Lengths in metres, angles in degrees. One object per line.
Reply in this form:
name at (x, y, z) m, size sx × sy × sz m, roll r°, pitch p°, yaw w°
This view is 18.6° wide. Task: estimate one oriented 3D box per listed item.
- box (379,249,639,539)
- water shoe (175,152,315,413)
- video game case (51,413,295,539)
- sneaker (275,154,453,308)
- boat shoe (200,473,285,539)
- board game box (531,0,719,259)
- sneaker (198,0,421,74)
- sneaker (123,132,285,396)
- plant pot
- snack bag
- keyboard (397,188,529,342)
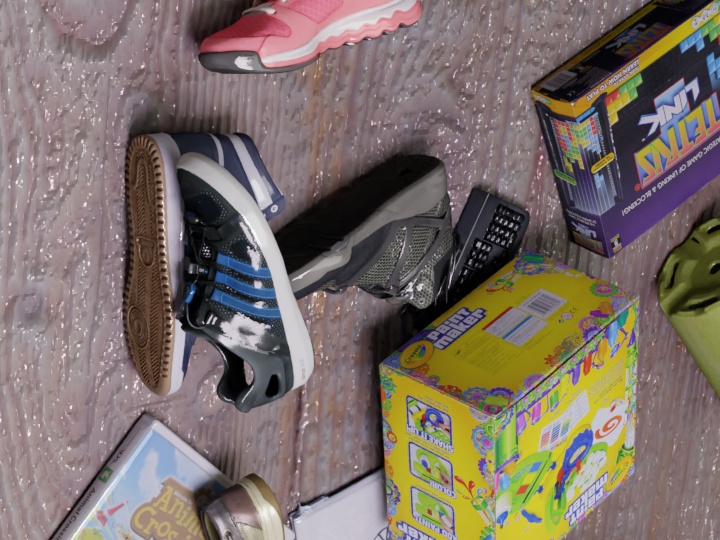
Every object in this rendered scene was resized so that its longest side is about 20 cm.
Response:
box at (0.127, 0.125, 1.827) m, size 0.200 × 0.122 × 0.193 m, roll -35°, pitch 136°, yaw -38°
water shoe at (-0.096, 0.013, 1.569) m, size 0.079 × 0.071 × 0.201 m, roll -34°, pitch 117°, yaw -22°
video game case at (-0.161, 0.235, 1.732) m, size 0.182 × 0.022 × 0.200 m, roll -54°, pitch 133°, yaw -10°
sneaker at (0.000, 0.000, 1.736) m, size 0.199 × 0.076 × 0.115 m, roll -34°, pitch 120°, yaw -33°
boat shoe at (-0.095, 0.256, 1.743) m, size 0.065 × 0.073 × 0.201 m, roll -16°, pitch 115°, yaw -24°
board game box at (0.251, -0.133, 1.912) m, size 0.200 × 0.057 × 0.166 m, roll -37°, pitch 127°, yaw -24°
sneaker at (-0.046, -0.202, 1.632) m, size 0.200 × 0.074 × 0.087 m, roll -25°, pitch 109°, yaw -36°
sneaker at (-0.115, -0.008, 1.638) m, size 0.108 × 0.070 × 0.201 m, roll -11°, pitch 112°, yaw -35°
plant pot at (0.373, 0.048, 2.023) m, size 0.190 × 0.200 × 0.200 m, roll 44°, pitch 77°, yaw -29°
snack bag at (0.028, 0.253, 1.903) m, size 0.188 × 0.021 × 0.201 m, roll -25°, pitch 122°, yaw -31°
keyboard at (0.083, 0.034, 1.847) m, size 0.104 × 0.040 × 0.201 m, roll 21°, pitch 93°, yaw -44°
